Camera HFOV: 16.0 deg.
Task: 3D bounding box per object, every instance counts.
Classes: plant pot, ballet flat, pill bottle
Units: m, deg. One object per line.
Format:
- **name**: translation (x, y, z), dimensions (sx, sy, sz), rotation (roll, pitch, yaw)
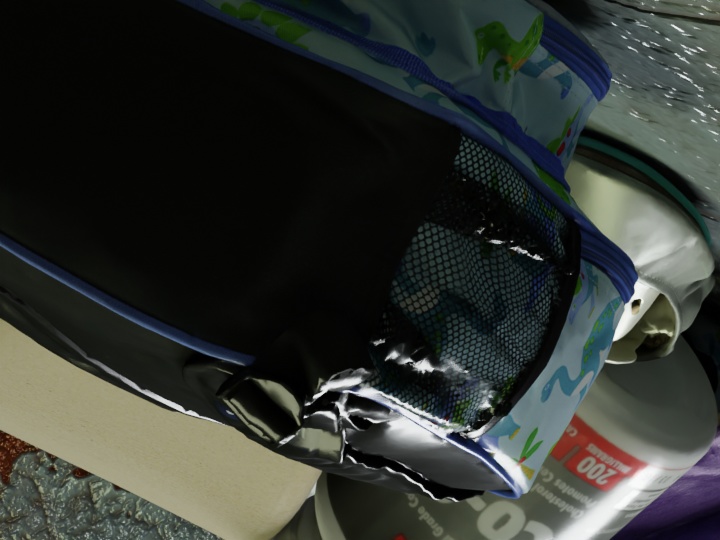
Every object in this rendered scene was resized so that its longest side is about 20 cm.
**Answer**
- **plant pot**: translation (-0.066, -0.014, 1.087), dimensions (0.199, 0.200, 0.177), rotation (27, 166, -12)
- **ballet flat**: translation (0.100, 0.002, 0.981), dimensions (0.067, 0.064, 0.200), rotation (27, 177, 16)
- **pill bottle**: translation (0.052, 0.095, 1.137), dimensions (0.114, 0.200, 0.114), rotation (32, -150, -21)

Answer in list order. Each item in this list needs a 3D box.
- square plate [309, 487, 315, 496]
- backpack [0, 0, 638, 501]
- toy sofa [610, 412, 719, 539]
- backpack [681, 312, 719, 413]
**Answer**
- **square plate**: translation (-0.034, 0.037, 1.523), dimensions (0.200, 0.198, 0.028), rotation (19, 149, -10)
- **backpack**: translation (-0.014, -0.023, 0.719), dimensions (0.183, 0.147, 0.200), rotation (24, 172, 30)
- **toy sofa**: translation (0.176, 0.119, 1.152), dimensions (0.200, 0.083, 0.098), rotation (-24, 138, 32)
- **backpack**: translation (0.158, 0.082, 1.305), dimensions (0.163, 0.154, 0.200), rotation (12, 150, 47)
